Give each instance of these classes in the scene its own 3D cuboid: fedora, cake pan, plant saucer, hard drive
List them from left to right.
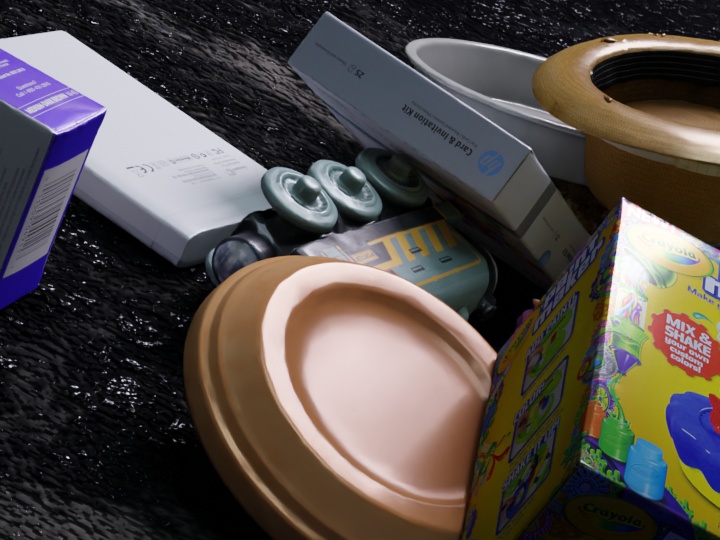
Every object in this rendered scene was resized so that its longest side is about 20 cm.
[{"bbox_3d":[-0.138,-0.072,1.474,0.200,0.027,0.132,35,25,21],"label":"hard drive"},{"bbox_3d":[0.011,0.068,1.227,0.200,0.037,0.200,23,40,-21],"label":"plant saucer"},{"bbox_3d":[0.119,-0.097,1.634,0.200,0.037,0.200,16,16,-5],"label":"cake pan"},{"bbox_3d":[0.194,-0.070,1.489,0.200,0.082,0.201,6,27,-3],"label":"fedora"}]

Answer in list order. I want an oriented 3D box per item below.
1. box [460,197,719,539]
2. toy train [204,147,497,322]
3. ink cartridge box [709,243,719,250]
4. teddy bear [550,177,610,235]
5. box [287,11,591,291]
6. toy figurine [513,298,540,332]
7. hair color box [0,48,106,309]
[{"bbox_3d":[0.164,0.106,1.183,0.200,0.122,0.193,28,37,-10],"label":"box"},{"bbox_3d":[0.000,0.000,1.396,0.114,0.085,0.200,45,26,15],"label":"toy train"},{"bbox_3d":[0.294,0.037,1.498,0.145,0.088,0.200,-30,51,-19],"label":"ink cartridge box"},{"bbox_3d":[0.172,-0.038,1.652,0.145,0.067,0.200,18,23,-10],"label":"teddy bear"},{"bbox_3d":[0.055,-0.060,1.504,0.156,0.041,0.200,36,-3,25],"label":"box"},{"bbox_3d":[0.145,0.045,1.420,0.200,0.150,0.184,-6,15,-9],"label":"toy figurine"},{"bbox_3d":[-0.237,-0.075,1.279,0.200,0.109,0.065,29,23,10],"label":"hair color box"}]
